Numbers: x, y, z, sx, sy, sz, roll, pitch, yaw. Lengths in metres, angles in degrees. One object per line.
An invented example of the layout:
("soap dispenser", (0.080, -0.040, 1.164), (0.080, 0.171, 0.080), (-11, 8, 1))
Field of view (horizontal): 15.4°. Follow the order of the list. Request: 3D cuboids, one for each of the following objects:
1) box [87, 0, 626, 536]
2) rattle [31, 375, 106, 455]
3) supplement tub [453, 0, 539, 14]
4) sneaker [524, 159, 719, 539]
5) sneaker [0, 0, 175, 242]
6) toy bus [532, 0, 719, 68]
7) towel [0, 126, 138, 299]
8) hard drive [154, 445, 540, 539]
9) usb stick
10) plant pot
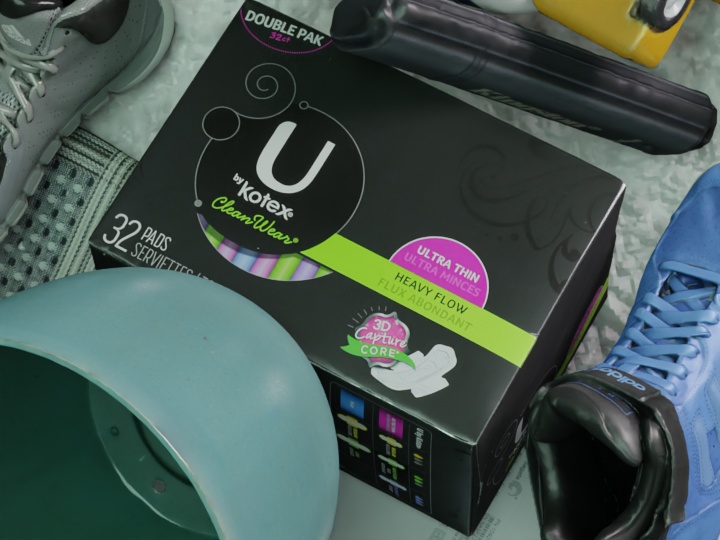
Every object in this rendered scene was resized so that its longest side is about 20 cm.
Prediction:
("box", (0.000, 0.000, 1.224), (0.199, 0.125, 0.149), (26, 68, 13))
("rattle", (-0.220, 0.070, 1.232), (0.199, 0.130, 0.143), (33, 82, -8))
("supplement tub", (0.013, -0.206, 1.229), (0.199, 0.144, 0.145), (18, 90, 33))
("sneaker", (0.130, 0.044, 1.151), (0.076, 0.111, 0.201), (16, 91, 37))
("sneaker", (-0.174, -0.091, 1.269), (0.075, 0.116, 0.200), (36, 75, 16))
("toy bus", (0.156, -0.187, 1.175), (0.065, 0.078, 0.201), (31, 98, 30))
("towel", (-0.198, 0.011, 1.332), (0.192, 0.035, 0.201), (28, 92, 12))
("hard drive", (0.008, 0.102, 1.259), (0.199, 0.026, 0.132), (28, 64, 13))
("usb stick", (0.076, -0.090, 1.212), (0.055, 0.199, 0.033), (-12, 67, 54))
("plant pot", (-0.100, 0.091, 1.106), (0.199, 0.161, 0.202), (10, 114, 23))
